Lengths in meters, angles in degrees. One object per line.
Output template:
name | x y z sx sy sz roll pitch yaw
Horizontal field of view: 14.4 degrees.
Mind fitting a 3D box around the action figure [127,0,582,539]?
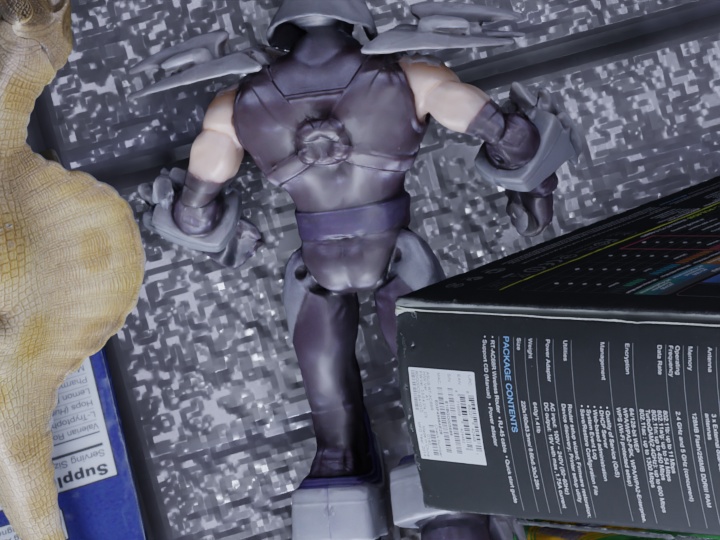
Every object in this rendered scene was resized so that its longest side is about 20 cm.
action figure | 0.000 0.000 0.820 0.130 0.069 0.200 -7 92 25

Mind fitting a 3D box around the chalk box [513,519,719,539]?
chalk box | 0.162 0.111 0.832 0.200 0.124 0.125 -15 92 -10

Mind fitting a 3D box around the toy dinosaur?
toy dinosaur | -0.104 0.013 0.733 0.101 0.058 0.200 -7 114 -15

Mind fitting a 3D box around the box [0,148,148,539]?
box | -0.122 0.074 0.804 0.121 0.032 0.200 -15 115 -10

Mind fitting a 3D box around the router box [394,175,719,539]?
router box | 0.130 0.015 0.770 0.200 0.150 0.062 -20 106 -46
